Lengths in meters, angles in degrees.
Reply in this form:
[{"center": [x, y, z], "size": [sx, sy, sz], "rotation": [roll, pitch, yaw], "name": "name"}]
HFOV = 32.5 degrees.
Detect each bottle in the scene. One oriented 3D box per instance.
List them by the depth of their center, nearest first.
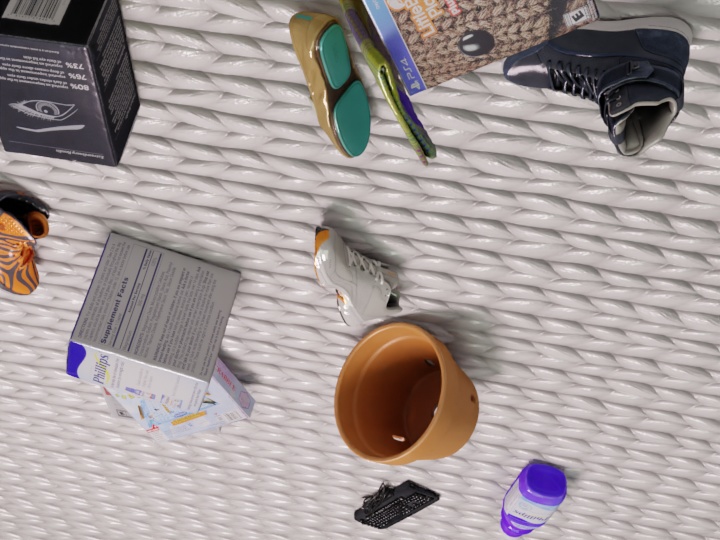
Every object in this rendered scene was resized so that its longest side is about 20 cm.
[{"center": [0.283, 0.397, 2.087], "size": [0.083, 0.066, 0.201], "rotation": [15, 144, -4], "name": "bottle"}]

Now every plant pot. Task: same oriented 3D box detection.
[{"center": [0.080, 0.192, 1.786], "size": [0.199, 0.202, 0.140], "rotation": [-17, 151, 35], "name": "plant pot"}]

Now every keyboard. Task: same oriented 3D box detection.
[{"center": [0.051, 0.436, 2.235], "size": [0.103, 0.040, 0.200], "rotation": [26, 141, -19], "name": "keyboard"}]

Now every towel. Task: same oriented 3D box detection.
[{"center": [0.023, -0.211, 1.259], "size": [0.023, 0.201, 0.144], "rotation": [-27, 131, 7], "name": "towel"}]

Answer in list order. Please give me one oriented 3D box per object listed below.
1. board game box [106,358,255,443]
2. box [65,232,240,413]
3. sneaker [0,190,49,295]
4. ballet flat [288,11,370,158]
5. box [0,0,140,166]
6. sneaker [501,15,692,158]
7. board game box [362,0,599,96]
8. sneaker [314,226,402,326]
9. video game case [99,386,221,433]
[{"center": [-0.302, 0.179, 1.961], "size": [0.198, 0.041, 0.200], "rotation": [-18, 125, 28], "name": "board game box"}, {"center": [-0.290, 0.074, 1.735], "size": [0.198, 0.185, 0.105], "rotation": [18, 146, -7], "name": "box"}, {"center": [-0.480, -0.035, 1.737], "size": [0.111, 0.078, 0.201], "rotation": [0, 142, 19], "name": "sneaker"}, {"center": [-0.034, -0.212, 1.390], "size": [0.063, 0.069, 0.201], "rotation": [27, 150, 31], "name": "ballet flat"}, {"center": [-0.347, -0.228, 1.414], "size": [0.146, 0.105, 0.201], "rotation": [9, 144, 5], "name": "box"}, {"center": [0.233, -0.185, 1.260], "size": [0.200, 0.147, 0.077], "rotation": [-4, 143, 24], "name": "sneaker"}, {"center": [0.103, -0.285, 1.160], "size": [0.198, 0.098, 0.160], "rotation": [-21, 135, 13], "name": "board game box"}, {"center": [0.000, 0.000, 1.651], "size": [0.091, 0.076, 0.200], "rotation": [-9, 147, 16], "name": "sneaker"}, {"center": [-0.339, 0.205, 2.062], "size": [0.197, 0.023, 0.183], "rotation": [8, 144, 9], "name": "video game case"}]
